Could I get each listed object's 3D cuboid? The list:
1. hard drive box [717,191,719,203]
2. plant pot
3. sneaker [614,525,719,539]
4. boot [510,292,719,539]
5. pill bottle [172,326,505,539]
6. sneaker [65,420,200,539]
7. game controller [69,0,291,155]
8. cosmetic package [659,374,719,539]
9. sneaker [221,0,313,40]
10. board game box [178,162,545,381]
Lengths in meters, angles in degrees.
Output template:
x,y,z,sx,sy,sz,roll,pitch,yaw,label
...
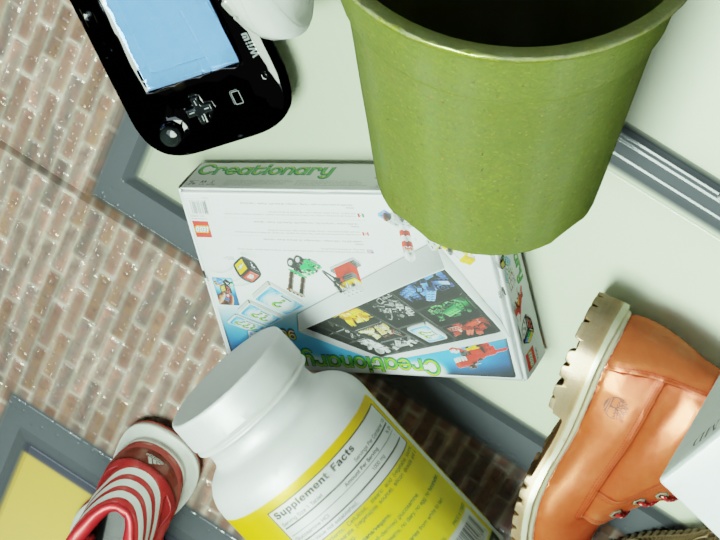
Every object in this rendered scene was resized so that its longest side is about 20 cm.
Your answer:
x,y,z,sx,sy,sz,roll,pitch,yaw,label
0.290,0.024,1.563,0.155,0.077,0.201,-4,119,31,hard drive box
0.071,-0.112,1.535,0.199,0.200,0.191,21,141,15,plant pot
0.206,0.205,1.739,0.199,0.070,0.109,-17,110,33,sneaker
0.150,0.116,1.710,0.107,0.075,0.201,23,129,7,boot
-0.013,0.133,1.748,0.200,0.113,0.112,48,131,-11,pill bottle
-0.172,0.194,1.911,0.078,0.116,0.201,26,130,11,sneaker
-0.115,-0.160,1.685,0.104,0.042,0.201,-11,116,34,game controller
0.228,0.044,1.426,0.071,0.200,0.101,43,130,-4,cosmetic package
-0.039,-0.210,1.591,0.087,0.075,0.201,8,126,18,sneaker
0.000,0.000,1.735,0.199,0.035,0.127,2,123,28,board game box
